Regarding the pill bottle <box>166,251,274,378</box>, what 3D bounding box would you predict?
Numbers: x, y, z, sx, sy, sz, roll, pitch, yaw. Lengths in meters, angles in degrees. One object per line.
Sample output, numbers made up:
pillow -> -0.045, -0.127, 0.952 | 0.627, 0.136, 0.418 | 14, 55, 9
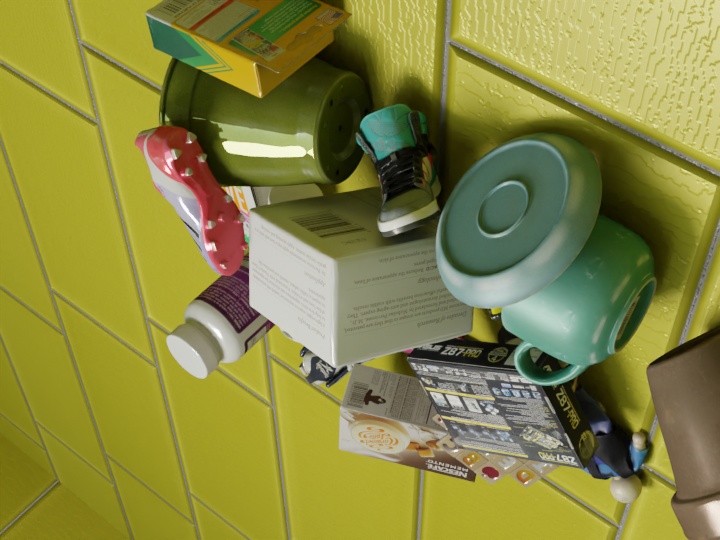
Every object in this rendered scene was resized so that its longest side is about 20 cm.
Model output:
pill bottle -> -0.191, 0.066, 1.751 | 0.112, 0.200, 0.113 | 32, 147, 24

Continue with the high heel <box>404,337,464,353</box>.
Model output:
high heel -> 0.104, 0.090, 1.537 | 0.200, 0.068, 0.096 | 35, 161, -8

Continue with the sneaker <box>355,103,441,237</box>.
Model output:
sneaker -> 0.042, -0.118, 1.288 | 0.083, 0.200, 0.121 | -19, 105, 12

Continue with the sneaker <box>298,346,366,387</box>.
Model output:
sneaker -> -0.018, 0.116, 1.662 | 0.199, 0.130, 0.080 | -1, 127, 52

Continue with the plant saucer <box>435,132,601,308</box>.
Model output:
plant saucer -> 0.149, -0.057, 1.180 | 0.200, 0.201, 0.027 | 6, 159, 49

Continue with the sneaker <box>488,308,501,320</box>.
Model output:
sneaker -> 0.175, -0.038, 1.309 | 0.085, 0.078, 0.201 | -6, 122, 16

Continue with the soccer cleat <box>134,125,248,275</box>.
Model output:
soccer cleat -> -0.192, -0.081, 1.353 | 0.076, 0.067, 0.200 | 11, 138, 39

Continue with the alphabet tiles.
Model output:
alphabet tiles -> 0.197, 0.208, 1.524 | 0.166, 0.006, 0.200 | 37, 130, -12

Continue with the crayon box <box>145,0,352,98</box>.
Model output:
crayon box -> -0.121, -0.264, 1.296 | 0.200, 0.126, 0.052 | 28, 145, 29

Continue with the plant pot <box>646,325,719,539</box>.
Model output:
plant pot -> 0.374, 0.149, 1.170 | 0.175, 0.200, 0.200 | 62, 150, 5

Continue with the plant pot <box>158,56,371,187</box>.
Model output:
plant pot -> -0.098, -0.180, 1.376 | 0.192, 0.201, 0.201 | 14, 138, 26

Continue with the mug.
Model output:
mug -> 0.234, 0.030, 1.219 | 0.114, 0.152, 0.185 | 29, 153, 25

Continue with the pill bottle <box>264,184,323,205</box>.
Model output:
pill bottle -> -0.092, -0.035, 1.602 | 0.104, 0.104, 0.200 | 36, 148, 19

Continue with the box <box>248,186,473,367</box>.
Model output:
box -> 0.000, 0.000, 1.367 | 0.199, 0.199, 0.131 | 31, 125, 51

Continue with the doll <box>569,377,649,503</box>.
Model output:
doll -> 0.288, 0.212, 1.460 | 0.136, 0.049, 0.200 | -20, 117, 44

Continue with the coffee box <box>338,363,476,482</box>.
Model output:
coffee box -> 0.075, 0.213, 1.636 | 0.199, 0.080, 0.115 | 13, 143, 7

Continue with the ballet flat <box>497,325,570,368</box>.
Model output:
ballet flat -> 0.215, 0.093, 1.399 | 0.073, 0.073, 0.200 | 54, 150, -13

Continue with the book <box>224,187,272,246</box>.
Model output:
book -> -0.175, -0.120, 1.674 | 0.133, 0.048, 0.200 | 31, 149, 32

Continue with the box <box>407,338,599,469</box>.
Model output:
box -> 0.170, 0.158, 1.415 | 0.200, 0.049, 0.162 | 1, 129, 46
